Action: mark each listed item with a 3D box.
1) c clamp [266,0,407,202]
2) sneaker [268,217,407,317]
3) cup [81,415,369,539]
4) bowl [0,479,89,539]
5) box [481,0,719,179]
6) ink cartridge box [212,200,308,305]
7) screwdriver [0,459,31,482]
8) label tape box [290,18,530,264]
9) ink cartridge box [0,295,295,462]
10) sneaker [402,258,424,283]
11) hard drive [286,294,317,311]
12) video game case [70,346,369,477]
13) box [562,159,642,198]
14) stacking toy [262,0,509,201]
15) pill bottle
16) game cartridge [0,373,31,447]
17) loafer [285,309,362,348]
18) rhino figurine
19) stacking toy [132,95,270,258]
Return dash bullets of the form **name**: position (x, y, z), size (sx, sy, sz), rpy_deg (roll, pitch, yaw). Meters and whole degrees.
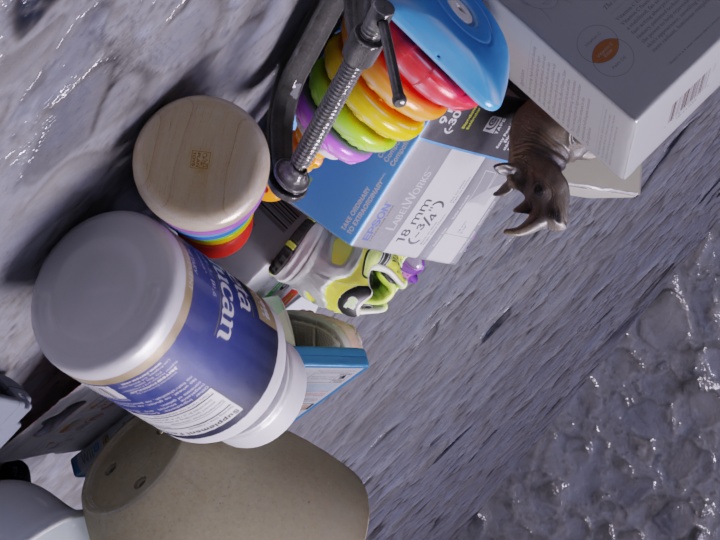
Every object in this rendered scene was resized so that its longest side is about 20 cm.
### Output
- **c clamp**: position (-0.023, -0.116, 1.440), size (0.027, 0.172, 0.200), rpy_deg (11, 144, -19)
- **sneaker**: position (0.000, 0.000, 1.738), size (0.076, 0.076, 0.200), rpy_deg (-52, 167, 22)
- **cup**: position (-0.114, 0.175, 1.649), size (0.200, 0.143, 0.201), rpy_deg (-33, -151, 21)
- **bowl**: position (-0.292, 0.216, 1.671), size (0.201, 0.090, 0.201), rpy_deg (-44, 168, -12)
- **box**: position (0.153, -0.184, 1.595), size (0.124, 0.200, 0.098), rpy_deg (-42, 164, -14)
- **ink cartridge box**: position (-0.050, -0.023, 1.792), size (0.109, 0.050, 0.200), rpy_deg (-46, 167, 1)
- **screwdriver**: position (-0.275, 0.192, 1.812), size (0.028, 0.029, 0.200), rpy_deg (-40, 170, -26)
- **label tape box**: position (0.030, -0.087, 1.651), size (0.199, 0.063, 0.145), rpy_deg (10, 118, -52)
- **ink cartridge box**: position (-0.168, 0.082, 1.716), size (0.199, 0.050, 0.161), rpy_deg (-4, 156, -44)
- **sneaker**: position (0.075, -0.060, 1.996), size (0.200, 0.088, 0.081), rpy_deg (-41, 166, -24)
- **hard drive**: position (-0.094, 0.074, 2.014), size (0.132, 0.027, 0.200), rpy_deg (-38, 165, -31)
- **video game case**: position (-0.106, 0.106, 1.733), size (0.143, 0.018, 0.200), rpy_deg (2, 151, -41)
- **box**: position (0.168, -0.157, 1.737), size (0.082, 0.201, 0.068), rpy_deg (8, 176, -31)
- **stacking toy**: position (-0.002, -0.112, 1.547), size (0.200, 0.116, 0.110), rpy_deg (-41, -163, 25)
- **pill bottle**: position (-0.116, 0.047, 1.515), size (0.111, 0.111, 0.200), rpy_deg (-46, 145, 4)
- **game cartridge**: position (-0.291, 0.116, 1.490), size (0.133, 0.042, 0.200), rpy_deg (-42, 168, 2)
- **loafer**: position (-0.074, 0.065, 1.818), size (0.199, 0.072, 0.063), rpy_deg (-14, -173, 37)
- **rhino figurine**: position (0.154, -0.101, 1.646), size (0.200, 0.087, 0.060), rpy_deg (-55, 168, -20)
- **stacking toy**: position (-0.099, -0.046, 1.511), size (0.085, 0.085, 0.200), rpy_deg (-43, 172, -9)
